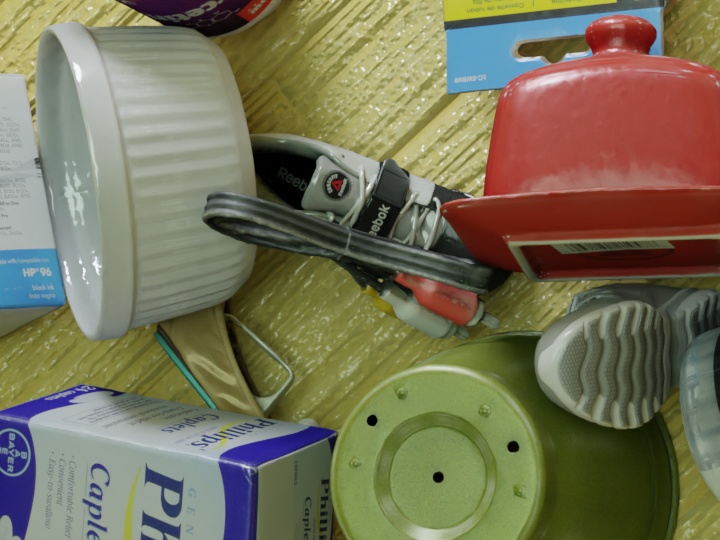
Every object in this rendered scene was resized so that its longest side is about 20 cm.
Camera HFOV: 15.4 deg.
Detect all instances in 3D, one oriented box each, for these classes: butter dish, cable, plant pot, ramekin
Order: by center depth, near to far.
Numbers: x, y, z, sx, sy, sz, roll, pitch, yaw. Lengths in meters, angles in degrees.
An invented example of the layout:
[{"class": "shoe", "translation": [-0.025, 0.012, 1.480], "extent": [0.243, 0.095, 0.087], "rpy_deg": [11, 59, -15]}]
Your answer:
[{"class": "butter dish", "translation": [0.154, -0.077, 1.568], "extent": [0.199, 0.199, 0.149], "rpy_deg": [-2, 80, 10]}, {"class": "plant pot", "translation": [0.071, 0.127, 1.585], "extent": [0.199, 0.193, 0.202], "rpy_deg": [-2, 83, 20]}, {"class": "cable", "translation": [0.000, 0.000, 1.611], "extent": [0.097, 0.199, 0.051], "rpy_deg": [-1, 75, 56]}, {"class": "ramekin", "translation": [-0.135, -0.061, 1.683], "extent": [0.105, 0.200, 0.201], "rpy_deg": [-8, 79, -16]}]

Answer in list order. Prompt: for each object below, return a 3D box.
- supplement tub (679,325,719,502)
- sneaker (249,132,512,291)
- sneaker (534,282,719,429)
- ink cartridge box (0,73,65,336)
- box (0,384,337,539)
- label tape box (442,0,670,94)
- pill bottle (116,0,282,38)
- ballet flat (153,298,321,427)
[{"class": "supplement tub", "translation": [0.295, 0.065, 1.530], "extent": [0.199, 0.122, 0.123], "rpy_deg": [-22, 76, 31]}, {"class": "sneaker", "translation": [0.002, -0.036, 1.686], "extent": [0.199, 0.088, 0.074], "rpy_deg": [19, 89, 19]}, {"class": "sneaker", "translation": [0.145, 0.048, 1.573], "extent": [0.082, 0.200, 0.075], "rpy_deg": [8, 98, 29]}, {"class": "ink cartridge box", "translation": [-0.268, -0.058, 1.769], "extent": [0.116, 0.068, 0.201], "rpy_deg": [-23, 75, 48]}, {"class": "box", "translation": [-0.126, 0.182, 1.646], "extent": [0.199, 0.105, 0.185], "rpy_deg": [8, 100, 28]}, {"class": "label tape box", "translation": [0.126, -0.210, 1.674], "extent": [0.143, 0.063, 0.201], "rpy_deg": [-4, 82, 18]}, {"class": "pill bottle", "translation": [-0.112, -0.212, 1.686], "extent": [0.112, 0.200, 0.113], "rpy_deg": [-2, 83, 19]}, {"class": "ballet flat", "translation": [-0.060, 0.096, 1.705], "extent": [0.063, 0.069, 0.200], "rpy_deg": [-33, 75, -3]}]
